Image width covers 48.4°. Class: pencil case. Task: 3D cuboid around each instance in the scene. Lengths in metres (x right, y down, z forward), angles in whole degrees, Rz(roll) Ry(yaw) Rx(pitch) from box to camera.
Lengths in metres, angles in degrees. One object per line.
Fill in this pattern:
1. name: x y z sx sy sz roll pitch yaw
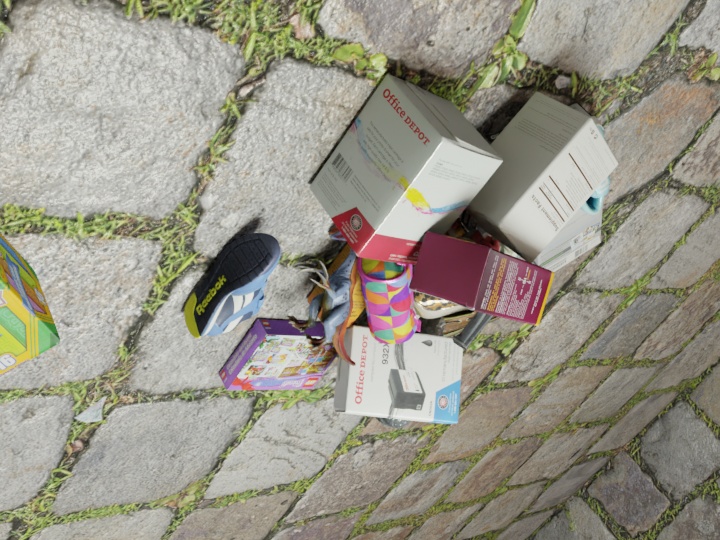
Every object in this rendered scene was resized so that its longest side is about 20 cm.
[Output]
1. pencil case: 0.046 0.037 1.237 0.088 0.089 0.200 -29 148 -9

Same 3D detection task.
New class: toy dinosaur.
1. toy dinosaur: -0.038 0.025 1.238 0.182 0.105 0.200 -51 135 7

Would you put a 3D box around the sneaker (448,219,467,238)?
1. sneaker: 0.155 -0.036 1.381 0.082 0.078 0.200 -32 140 8

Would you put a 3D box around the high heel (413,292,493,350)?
1. high heel: 0.147 0.021 1.363 0.143 0.200 0.071 -49 167 -10

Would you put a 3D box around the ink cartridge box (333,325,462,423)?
1. ink cartridge box: 0.065 0.178 1.362 0.198 0.146 0.084 8 170 -14

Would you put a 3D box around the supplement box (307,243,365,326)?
1. supplement box: 0.000 0.000 1.283 0.066 0.069 0.200 5 128 -47

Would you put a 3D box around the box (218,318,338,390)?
1. box: -0.127 0.147 1.380 0.199 0.039 0.137 8 127 -47

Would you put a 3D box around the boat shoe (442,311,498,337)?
1. boat shoe: 0.223 0.067 1.561 0.199 0.072 0.068 -30 148 -9

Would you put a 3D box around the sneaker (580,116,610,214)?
1. sneaker: 0.383 -0.167 1.313 0.074 0.082 0.200 -33 148 -6

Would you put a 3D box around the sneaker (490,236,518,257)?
1. sneaker: 0.263 -0.051 1.360 0.086 0.078 0.200 -26 155 -18

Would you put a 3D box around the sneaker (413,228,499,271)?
1. sneaker: 0.150 -0.025 1.232 0.199 0.073 0.087 3 106 -51

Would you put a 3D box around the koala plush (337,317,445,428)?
1. koala plush: 0.084 0.174 1.496 0.200 0.184 0.178 -36 149 -17

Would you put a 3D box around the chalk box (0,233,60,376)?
1. chalk box: -0.438 0.018 0.862 0.124 0.124 0.200 -30 147 -8

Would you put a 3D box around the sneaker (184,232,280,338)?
1. sneaker: -0.172 0.021 1.155 0.082 0.074 0.200 9 134 -49

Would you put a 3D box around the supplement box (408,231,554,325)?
1. supplement box: 0.175 0.014 1.131 0.199 0.110 0.086 15 93 -51

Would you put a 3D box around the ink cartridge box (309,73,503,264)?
1. ink cartridge box: 0.061 -0.133 1.095 0.144 0.146 0.200 7 129 -47

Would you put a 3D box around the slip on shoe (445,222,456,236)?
1. slip on shoe: 0.120 -0.091 1.242 0.061 0.074 0.201 3 124 -2

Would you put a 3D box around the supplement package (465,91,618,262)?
1. supplement package: 0.257 -0.137 1.190 0.200 0.121 0.120 -48 134 2

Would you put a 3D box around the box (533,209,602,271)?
1. box: 0.398 -0.081 1.559 0.155 0.041 0.200 -32 148 -5

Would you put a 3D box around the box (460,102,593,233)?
1. box: 0.274 -0.164 1.335 0.197 0.050 0.201 -20 145 -20
